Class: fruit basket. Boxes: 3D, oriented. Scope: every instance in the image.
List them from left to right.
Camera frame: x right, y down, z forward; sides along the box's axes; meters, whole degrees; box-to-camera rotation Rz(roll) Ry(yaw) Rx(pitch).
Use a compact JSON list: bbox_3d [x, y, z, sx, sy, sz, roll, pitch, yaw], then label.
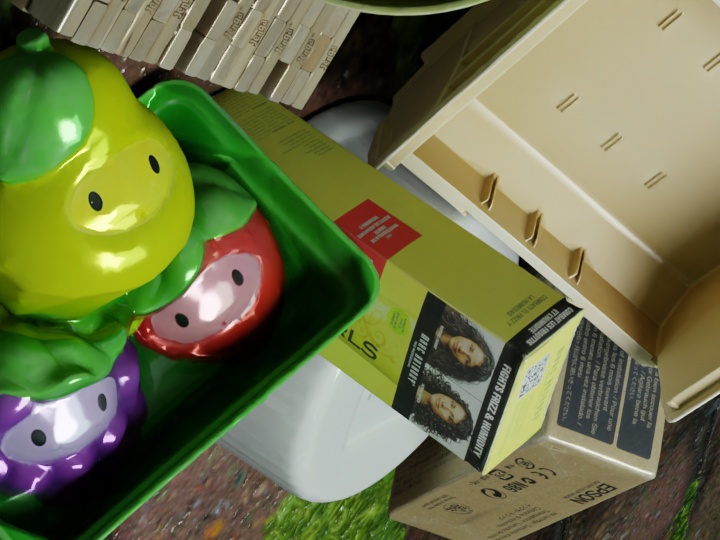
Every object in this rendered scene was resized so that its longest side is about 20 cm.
[{"bbox_3d":[-0.102,0.003,0.818,0.216,0.156,0.216,-44,172,-8],"label":"fruit basket"}]

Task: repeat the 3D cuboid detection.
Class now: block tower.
[{"bbox_3d":[-0.074,-0.112,0.807,0.058,0.054,0.200,-59,156,9],"label":"block tower"}]

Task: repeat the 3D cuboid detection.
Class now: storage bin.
[{"bbox_3d":[0.137,-0.056,0.946,0.198,0.200,0.094,-39,-159,35],"label":"storage bin"}]

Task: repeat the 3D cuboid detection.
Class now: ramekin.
[{"bbox_3d":[-0.006,0.023,1.060,0.200,0.098,0.201,-42,154,-26],"label":"ramekin"}]

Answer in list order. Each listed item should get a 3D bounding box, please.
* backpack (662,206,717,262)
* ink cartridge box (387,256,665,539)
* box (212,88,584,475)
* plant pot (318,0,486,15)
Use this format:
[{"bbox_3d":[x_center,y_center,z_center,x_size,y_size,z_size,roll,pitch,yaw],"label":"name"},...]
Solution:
[{"bbox_3d":[0.225,-0.102,1.055,0.182,0.134,0.202,-11,95,-44],"label":"backpack"},{"bbox_3d":[0.098,0.052,1.142,0.200,0.075,0.166,-38,-146,61],"label":"ink cartridge box"},{"bbox_3d":[0.000,0.000,0.912,0.050,0.200,0.076,-31,149,-43],"label":"box"},{"bbox_3d":[0.039,-0.190,0.797,0.188,0.187,0.200,-59,170,11],"label":"plant pot"}]
